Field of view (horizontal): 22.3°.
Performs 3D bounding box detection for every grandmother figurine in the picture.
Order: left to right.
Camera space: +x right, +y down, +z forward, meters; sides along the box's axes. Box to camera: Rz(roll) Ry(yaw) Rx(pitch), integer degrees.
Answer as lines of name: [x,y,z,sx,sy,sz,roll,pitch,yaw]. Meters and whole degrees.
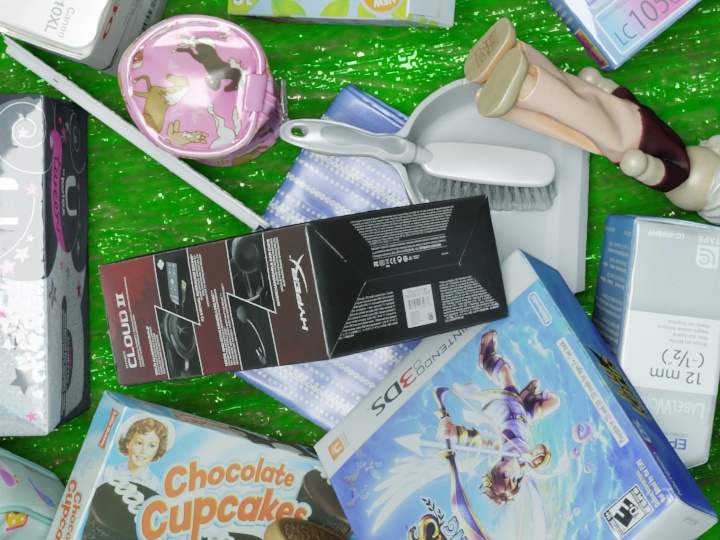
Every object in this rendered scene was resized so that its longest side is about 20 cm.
grandmother figurine: [0.156,-0.084,1.109,0.200,0.121,0.061,26,127,-25]

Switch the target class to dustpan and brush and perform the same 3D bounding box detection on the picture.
dustpan and brush: [0.048,-0.065,1.109,0.200,0.057,0.140,6,73,-6]

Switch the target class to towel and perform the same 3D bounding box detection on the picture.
towel: [0.000,0.000,1.159,0.145,0.024,0.200,32,93,0]

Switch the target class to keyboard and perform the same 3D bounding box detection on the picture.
keyboard: [-0.136,-0.082,1.132,0.200,0.056,0.011,36,94,4]

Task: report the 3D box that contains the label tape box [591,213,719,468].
label tape box: [0.173,0.068,1.099,0.066,0.143,0.200,5,93,1]

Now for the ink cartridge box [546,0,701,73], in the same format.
ink cartridge box: [0.143,-0.240,1.121,0.136,0.076,0.200,-39,90,2]

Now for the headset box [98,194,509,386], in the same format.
headset box: [-0.041,0.013,1.048,0.200,0.149,0.077,-8,91,45]

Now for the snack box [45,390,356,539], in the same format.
snack box: [-0.085,0.154,1.111,0.200,0.037,0.116,19,94,-33]

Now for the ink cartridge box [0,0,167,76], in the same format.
ink cartridge box: [-0.156,-0.195,1.063,0.084,0.200,0.145,20,93,0]

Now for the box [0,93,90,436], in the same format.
box: [-0.229,-0.005,1.107,0.114,0.132,0.200,-1,93,2]

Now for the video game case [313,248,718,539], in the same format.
video game case: [0.078,0.118,1.028,0.181,0.200,0.045,-46,135,18]

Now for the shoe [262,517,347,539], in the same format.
shoe: [0.011,0.218,1.120,0.200,0.070,0.053,37,98,-27]

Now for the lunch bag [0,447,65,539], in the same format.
lunch bag: [-0.265,0.196,1.108,0.200,0.160,0.077,-42,66,3]

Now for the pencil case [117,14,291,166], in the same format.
pencil case: [-0.089,-0.102,1.066,0.086,0.200,0.083,-29,92,1]

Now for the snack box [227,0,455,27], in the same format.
snack box: [-0.005,-0.250,1.098,0.142,0.053,0.200,8,95,39]
